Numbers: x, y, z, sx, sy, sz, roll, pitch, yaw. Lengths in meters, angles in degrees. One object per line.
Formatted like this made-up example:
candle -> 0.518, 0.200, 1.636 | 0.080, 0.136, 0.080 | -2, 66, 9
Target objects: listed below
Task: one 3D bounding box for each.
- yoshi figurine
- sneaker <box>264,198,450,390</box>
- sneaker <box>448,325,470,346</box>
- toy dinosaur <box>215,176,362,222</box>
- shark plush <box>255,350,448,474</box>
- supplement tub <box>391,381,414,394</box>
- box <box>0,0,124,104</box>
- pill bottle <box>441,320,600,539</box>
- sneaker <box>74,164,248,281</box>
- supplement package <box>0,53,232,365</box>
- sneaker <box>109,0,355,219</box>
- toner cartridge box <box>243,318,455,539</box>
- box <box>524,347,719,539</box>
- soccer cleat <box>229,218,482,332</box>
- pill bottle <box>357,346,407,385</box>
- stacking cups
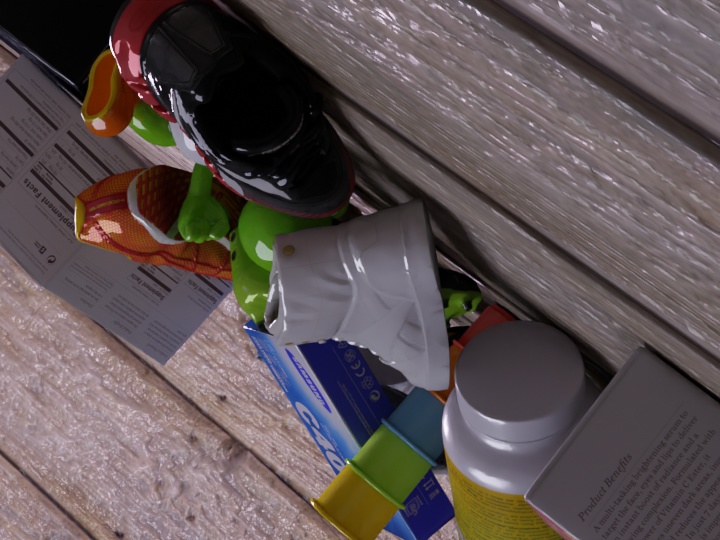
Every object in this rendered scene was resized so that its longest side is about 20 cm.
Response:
yoshi figurine -> -0.076, -0.066, 1.083 | 0.112, 0.112, 0.200 | 24, 170, 48
sneaker -> -0.003, 0.024, 1.105 | 0.200, 0.115, 0.074 | 74, -173, -58
sneaker -> 0.098, 0.071, 1.368 | 0.090, 0.070, 0.200 | 45, 168, -34
toy dinosaur -> -0.049, -0.045, 1.292 | 0.136, 0.086, 0.200 | 47, 168, -19
shark plush -> 0.011, 0.104, 1.419 | 0.200, 0.091, 0.083 | 40, 172, 14
supplement tub -> -0.022, 0.035, 1.667 | 0.200, 0.123, 0.123 | 39, 177, -8
box -> -0.255, -0.212, 1.269 | 0.200, 0.079, 0.141 | 38, 174, 0
pill bottle -> 0.115, 0.130, 1.186 | 0.112, 0.112, 0.200 | 36, 153, 34
sneaker -> -0.124, -0.033, 1.185 | 0.077, 0.073, 0.200 | -10, 163, 25
supplement package -> -0.200, -0.041, 1.298 | 0.156, 0.111, 0.200 | 42, 178, 27
sneaker -> -0.054, -0.077, 0.953 | 0.098, 0.071, 0.200 | 39, 176, 42
toner cartridge box -> -0.008, 0.116, 1.336 | 0.200, 0.043, 0.095 | 59, 158, -20
box -> 0.205, 0.154, 0.962 | 0.200, 0.106, 0.152 | 37, 177, 16
soccer cleat -> 0.000, 0.000, 1.195 | 0.199, 0.068, 0.081 | 4, -120, -35
pill bottle -> -0.015, 0.019, 1.432 | 0.116, 0.116, 0.200 | 41, 176, -31
stacking cups -> 0.049, 0.112, 1.265 | 0.060, 0.200, 0.061 | 40, 180, 0
